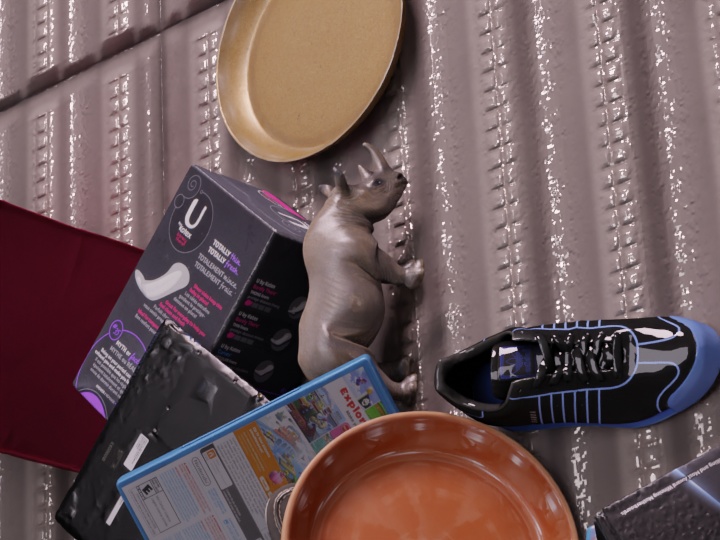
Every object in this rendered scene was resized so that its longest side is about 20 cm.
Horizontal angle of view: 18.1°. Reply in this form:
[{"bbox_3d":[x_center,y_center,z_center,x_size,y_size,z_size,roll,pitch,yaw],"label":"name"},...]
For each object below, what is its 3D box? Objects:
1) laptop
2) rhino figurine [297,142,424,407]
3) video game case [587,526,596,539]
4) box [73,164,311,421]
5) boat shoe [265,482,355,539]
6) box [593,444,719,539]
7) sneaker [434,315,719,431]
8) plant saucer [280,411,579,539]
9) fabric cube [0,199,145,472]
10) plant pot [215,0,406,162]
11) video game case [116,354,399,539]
[{"bbox_3d":[-0.093,0.165,1.644,0.200,0.103,0.178,36,100,34],"label":"laptop"},{"bbox_3d":[0.000,0.000,1.639,0.060,0.087,0.201,123,151,-70],"label":"rhino figurine"},{"bbox_3d":[0.220,0.228,1.401,0.199,0.018,0.144,-7,70,41],"label":"video game case"},{"bbox_3d":[-0.109,0.042,1.721,0.122,0.106,0.201,38,103,42],"label":"box"},{"bbox_3d":[0.008,0.218,1.516,0.067,0.057,0.200,-33,74,-17],"label":"boat shoe"},{"bbox_3d":[0.259,0.172,1.283,0.199,0.086,0.164,-27,53,-5],"label":"box"},{"bbox_3d":[0.140,0.068,1.500,0.199,0.078,0.071,-17,65,39],"label":"sneaker"},{"bbox_3d":[0.045,0.189,1.495,0.032,0.199,0.201,103,157,-59],"label":"plant saucer"},{"bbox_3d":[-0.313,0.038,1.850,0.199,0.200,0.197,15,85,43],"label":"fabric cube"},{"bbox_3d":[-0.035,-0.178,1.785,0.199,0.027,0.201,-16,65,38],"label":"plant pot"},{"bbox_3d":[-0.051,0.165,1.577,0.199,0.018,0.144,-27,97,7],"label":"video game case"}]
